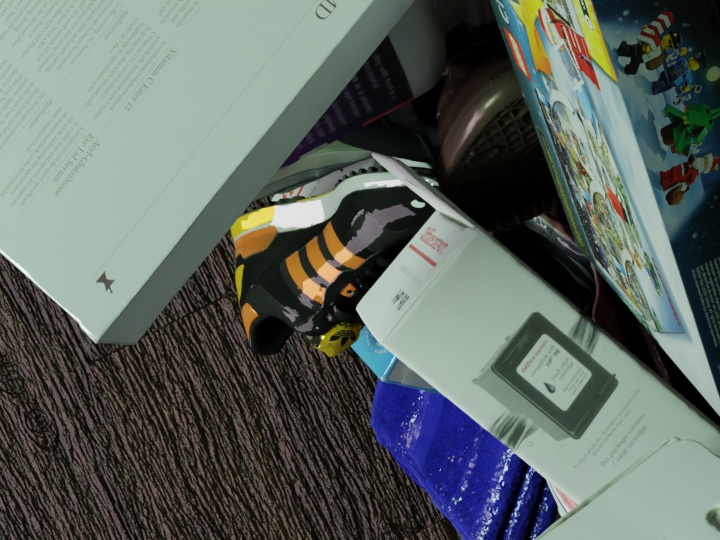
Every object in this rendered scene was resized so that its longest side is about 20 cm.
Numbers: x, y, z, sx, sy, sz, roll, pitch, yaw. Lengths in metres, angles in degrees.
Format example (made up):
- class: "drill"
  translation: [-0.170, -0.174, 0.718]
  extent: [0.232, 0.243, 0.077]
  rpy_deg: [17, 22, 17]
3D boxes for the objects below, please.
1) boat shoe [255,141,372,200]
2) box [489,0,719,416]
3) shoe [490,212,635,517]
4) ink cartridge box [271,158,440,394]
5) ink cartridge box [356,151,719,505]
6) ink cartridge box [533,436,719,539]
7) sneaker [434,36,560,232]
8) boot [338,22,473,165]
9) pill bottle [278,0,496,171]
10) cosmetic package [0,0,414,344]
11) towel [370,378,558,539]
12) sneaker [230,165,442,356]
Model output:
- class: "boat shoe"
  translation: [-0.040, -0.082, 0.960]
  extent: [0.070, 0.200, 0.071]
  rpy_deg: [69, 162, -2]
- class: "box"
  translation: [0.087, -0.063, 0.576]
  extent: [0.137, 0.038, 0.201]
  rpy_deg: [-119, 4, -58]
- class: "shoe"
  translation: [0.112, 0.060, 0.873]
  extent: [0.091, 0.071, 0.201]
  rpy_deg: [62, -176, -62]
- class: "ink cartridge box"
  translation: [0.010, -0.031, 1.027]
  extent: [0.068, 0.116, 0.200]
  rpy_deg: [14, -158, -43]
- class: "ink cartridge box"
  translation: [0.067, 0.036, 0.771]
  extent: [0.200, 0.067, 0.116]
  rpy_deg: [39, -179, -8]
- class: "ink cartridge box"
  translation: [0.162, 0.186, 0.680]
  extent: [0.145, 0.083, 0.201]
  rpy_deg: [35, 153, 57]
- class: "sneaker"
  translation: [0.056, -0.073, 0.766]
  extent: [0.200, 0.070, 0.076]
  rpy_deg: [82, 167, -77]
- class: "boot"
  translation: [-0.033, -0.095, 0.874]
  extent: [0.200, 0.167, 0.077]
  rpy_deg: [9, -97, -74]
- class: "pill bottle"
  translation: [-0.033, -0.105, 0.714]
  extent: [0.112, 0.199, 0.111]
  rpy_deg: [62, -178, -3]
- class: "cosmetic package"
  translation: [-0.082, -0.096, 0.631]
  extent: [0.151, 0.200, 0.052]
  rpy_deg: [41, -176, 12]
- class: "towel"
  translation: [0.064, 0.080, 1.037]
  extent: [0.200, 0.049, 0.148]
  rpy_deg: [-141, 59, -63]
- class: "sneaker"
  translation: [0.000, 0.000, 0.933]
  extent: [0.200, 0.070, 0.091]
  rpy_deg: [-13, 76, 51]
